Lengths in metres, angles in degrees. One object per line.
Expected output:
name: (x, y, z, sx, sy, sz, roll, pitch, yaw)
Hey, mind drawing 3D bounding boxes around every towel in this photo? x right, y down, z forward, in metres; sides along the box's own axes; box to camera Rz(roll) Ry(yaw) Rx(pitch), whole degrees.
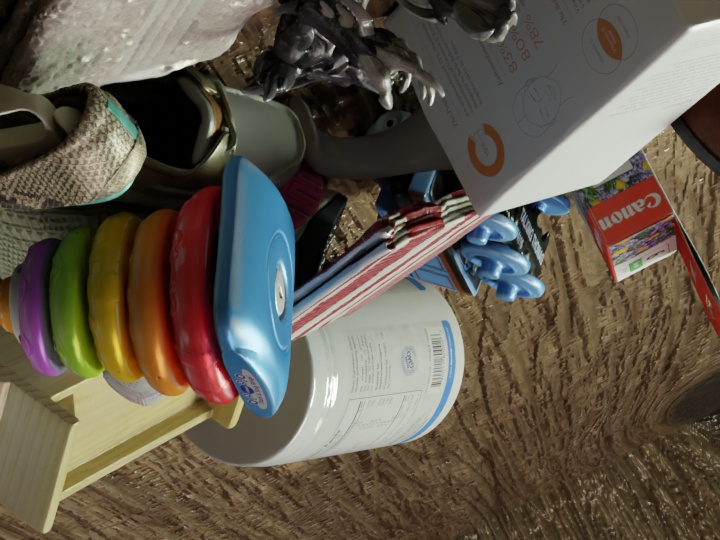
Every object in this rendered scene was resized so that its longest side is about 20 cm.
towel: (-0.091, -0.134, 1.163, 0.132, 0.035, 0.200, -19, 164, -27)
towel: (0.000, 0.000, 1.436, 0.144, 0.023, 0.200, -36, 175, 24)

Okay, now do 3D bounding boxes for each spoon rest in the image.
spoon rest: (0.059, -0.094, 1.478, 0.199, 0.100, 0.061, -14, 152, -6)

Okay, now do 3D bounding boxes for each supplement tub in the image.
supplement tub: (-0.028, 0.065, 1.796, 0.132, 0.132, 0.200, -34, 163, 30)

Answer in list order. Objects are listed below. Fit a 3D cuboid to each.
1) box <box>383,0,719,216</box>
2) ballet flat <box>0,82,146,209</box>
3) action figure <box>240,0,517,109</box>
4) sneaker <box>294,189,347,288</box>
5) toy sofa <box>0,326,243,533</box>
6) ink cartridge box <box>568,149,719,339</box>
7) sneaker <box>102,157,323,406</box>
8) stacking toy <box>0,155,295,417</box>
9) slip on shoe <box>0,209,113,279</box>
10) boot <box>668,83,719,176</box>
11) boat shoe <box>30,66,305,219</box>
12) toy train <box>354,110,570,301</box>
box: (0.120, -0.135, 1.343, 0.097, 0.125, 0.200, -15, 163, -38)
ballet flat: (-0.199, -0.054, 1.180, 0.199, 0.068, 0.075, -10, 142, 15)
action figure: (0.019, -0.129, 1.221, 0.119, 0.102, 0.200, -52, -178, -42)
sneaker: (-0.059, -0.027, 1.581, 0.200, 0.082, 0.072, -35, 146, -88)
toy sofa: (-0.155, 0.069, 1.537, 0.200, 0.097, 0.083, -28, 143, -51)
ink cartridge box: (0.160, -0.042, 1.592, 0.050, 0.201, 0.109, -26, 166, 2)
sneaker: (-0.093, -0.002, 1.432, 0.200, 0.081, 0.088, -49, 170, -42)
stacking toy: (-0.136, 0.015, 1.299, 0.199, 0.110, 0.116, -2, 153, 10)
slip on shoe: (-0.160, -0.020, 1.409, 0.061, 0.074, 0.200, -45, 172, -19)
boot: (0.239, -0.155, 1.356, 0.200, 0.189, 0.068, -34, 165, 37)
boat shoe: (-0.094, -0.066, 1.319, 0.199, 0.075, 0.068, -9, 164, -47)
toy train: (0.061, -0.044, 1.605, 0.114, 0.087, 0.200, 14, 165, 18)
